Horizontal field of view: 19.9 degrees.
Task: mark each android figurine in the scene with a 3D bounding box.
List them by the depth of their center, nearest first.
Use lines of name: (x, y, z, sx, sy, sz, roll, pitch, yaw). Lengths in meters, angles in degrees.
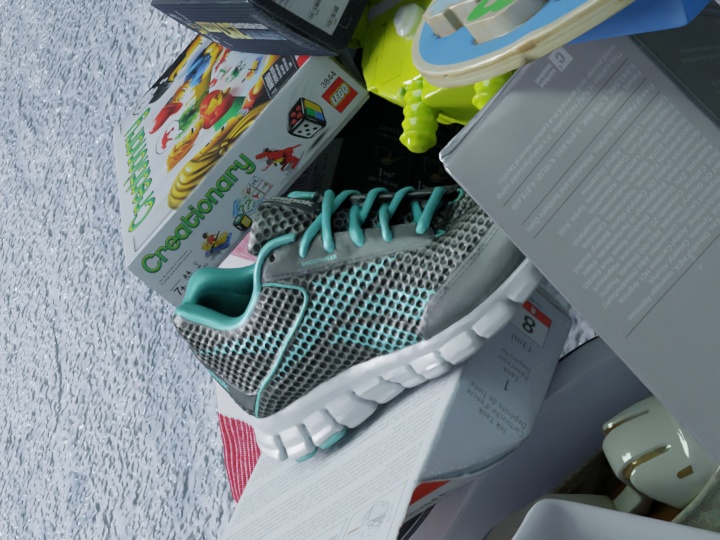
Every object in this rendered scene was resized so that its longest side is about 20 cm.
android figurine: (0.050, -0.143, 0.837, 0.181, 0.041, 0.202, -21, 52, 50)

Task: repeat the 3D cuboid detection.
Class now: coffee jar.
coffee jar: (0.023, -0.092, 1.026, 0.085, 0.104, 0.202, -21, 53, 57)

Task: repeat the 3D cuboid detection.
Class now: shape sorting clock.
shape sorting clock: (0.092, -0.127, 0.622, 0.199, 0.039, 0.200, -35, 20, 15)

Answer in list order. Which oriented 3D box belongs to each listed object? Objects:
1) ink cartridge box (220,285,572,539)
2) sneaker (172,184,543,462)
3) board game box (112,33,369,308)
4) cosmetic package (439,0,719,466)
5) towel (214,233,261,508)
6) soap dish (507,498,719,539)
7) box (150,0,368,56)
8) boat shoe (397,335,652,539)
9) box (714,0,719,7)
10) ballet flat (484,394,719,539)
ink cartridge box: (-0.001, 0.104, 0.818, 0.162, 0.050, 0.201, -37, 22, 41)
sneaker: (0.000, 0.000, 0.800, 0.200, 0.091, 0.078, -37, 18, 34)
board game box: (-0.061, -0.072, 0.954, 0.126, 0.035, 0.200, -48, 20, 10)
cosmetic package: (0.135, 0.003, 0.665, 0.090, 0.107, 0.200, -47, 71, 26)
towel: (-0.044, 0.057, 1.004, 0.144, 0.023, 0.202, 23, 124, 60)
soap dish: (0.106, 0.138, 0.636, 0.200, 0.156, 0.082, -19, -60, -79)
box: (-0.010, -0.191, 0.877, 0.201, 0.051, 0.158, -64, 22, -4)
boat shoe: (0.060, 0.087, 0.895, 0.201, 0.071, 0.068, -55, 35, 31)
box: (0.173, -0.164, 0.826, 0.201, 0.130, 0.199, -61, 32, 8)
ballet flat: (0.104, 0.094, 0.810, 0.200, 0.062, 0.068, -47, 41, 19)
